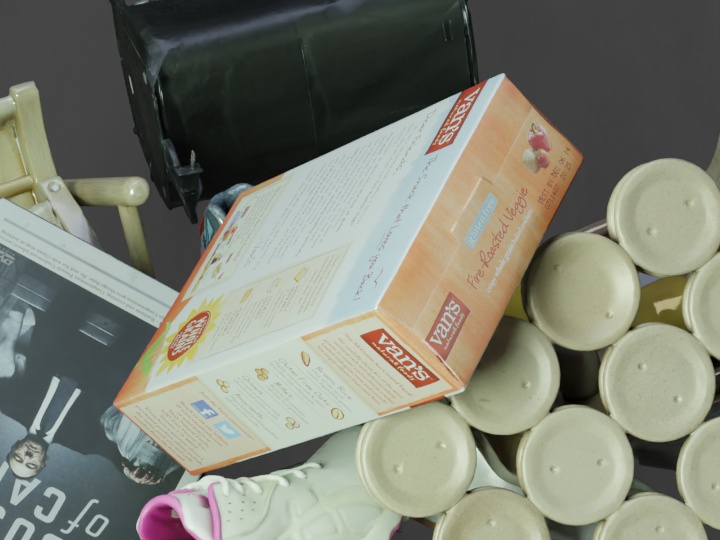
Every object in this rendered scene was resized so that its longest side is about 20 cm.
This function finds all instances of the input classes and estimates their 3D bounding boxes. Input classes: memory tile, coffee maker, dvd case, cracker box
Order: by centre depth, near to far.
[{"bbox_3d":[0.108,0.064,1.087,0.200,0.153,0.017,-43,5,-9],"label":"memory tile"},{"bbox_3d":[-0.007,0.006,1.115,0.200,0.058,0.134,-22,32,51],"label":"cracker box"},{"bbox_3d":[-0.146,0.075,1.170,0.150,0.025,0.201,28,53,-1],"label":"dvd case"},{"bbox_3d":[-0.032,-0.108,1.524,0.199,0.135,0.193,-14,53,-9],"label":"coffee maker"}]

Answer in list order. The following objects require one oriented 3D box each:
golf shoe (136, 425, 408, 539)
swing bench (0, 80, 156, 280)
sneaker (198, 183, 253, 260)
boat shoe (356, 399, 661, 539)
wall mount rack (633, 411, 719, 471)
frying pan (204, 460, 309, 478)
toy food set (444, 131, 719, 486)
[{"bbox_3d":[-0.043,0.115,1.117,0.075,0.092,0.200,-24,17,37],"label":"golf shoe"},{"bbox_3d":[-0.220,0.009,1.338,0.198,0.130,0.200,-19,25,-19],"label":"swing bench"},{"bbox_3d":[0.000,0.000,1.326,0.199,0.096,0.079,6,32,23],"label":"sneaker"},{"bbox_3d":[0.070,0.090,1.172,0.199,0.070,0.071,19,36,38],"label":"boat shoe"},{"bbox_3d":[0.197,0.044,1.222,0.199,0.075,0.174,7,23,23],"label":"wall mount rack"},{"bbox_3d":[-0.092,0.124,1.201,0.189,0.031,0.115,-10,30,2],"label":"frying pan"},{"bbox_3d":[0.115,0.006,1.161,0.199,0.061,0.144,-22,39,-11],"label":"toy food set"}]
